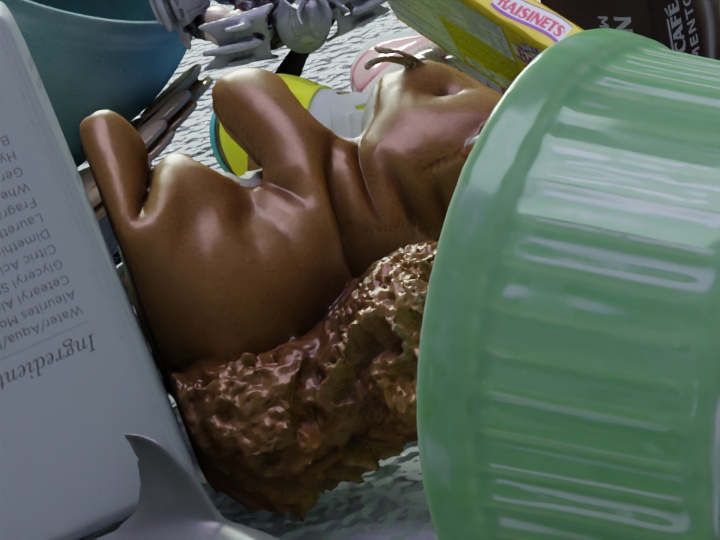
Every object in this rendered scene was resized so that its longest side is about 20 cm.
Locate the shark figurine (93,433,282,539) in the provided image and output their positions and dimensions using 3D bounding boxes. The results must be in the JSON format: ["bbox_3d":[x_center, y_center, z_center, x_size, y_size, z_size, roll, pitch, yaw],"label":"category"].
[{"bbox_3d":[-0.094,0.107,0.708,0.212,0.090,0.128,-8,21,11],"label":"shark figurine"}]

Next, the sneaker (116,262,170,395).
[{"bbox_3d":[-0.050,0.011,0.962,0.198,0.078,0.085,-18,2,-22],"label":"sneaker"}]

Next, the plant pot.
[{"bbox_3d":[-0.203,-0.144,1.171,0.198,0.135,0.201,17,29,-10],"label":"plant pot"}]

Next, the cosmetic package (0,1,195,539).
[{"bbox_3d":[-0.183,0.014,0.788,0.164,0.202,0.165,-22,12,-6],"label":"cosmetic package"}]

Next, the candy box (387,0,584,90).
[{"bbox_3d":[0.079,-0.129,1.056,0.200,0.102,0.026,37,80,30],"label":"candy box"}]

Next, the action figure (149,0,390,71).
[{"bbox_3d":[-0.063,-0.160,1.048,0.129,0.070,0.200,-9,23,-26],"label":"action figure"}]

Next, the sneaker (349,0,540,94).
[{"bbox_3d":[0.090,-0.122,1.172,0.198,0.076,0.105,-15,23,6],"label":"sneaker"}]

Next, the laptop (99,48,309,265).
[{"bbox_3d":[-0.110,-0.073,1.117,0.198,0.117,0.188,-9,21,14],"label":"laptop"}]

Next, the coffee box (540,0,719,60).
[{"bbox_3d":[0.199,-0.159,1.136,0.079,0.115,0.200,7,31,42],"label":"coffee box"}]

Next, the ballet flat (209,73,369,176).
[{"bbox_3d":[-0.002,-0.067,1.008,0.066,0.068,0.200,-8,-9,27],"label":"ballet flat"}]

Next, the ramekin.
[{"bbox_3d":[0.111,0.025,0.637,0.097,0.202,0.200,11,31,33],"label":"ramekin"}]

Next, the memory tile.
[{"bbox_3d":[-0.160,-0.048,1.128,0.153,0.017,0.200,-38,13,22],"label":"memory tile"}]

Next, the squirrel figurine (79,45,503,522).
[{"bbox_3d":[0.000,0.000,0.812,0.185,0.142,0.201,-20,54,-8],"label":"squirrel figurine"}]
